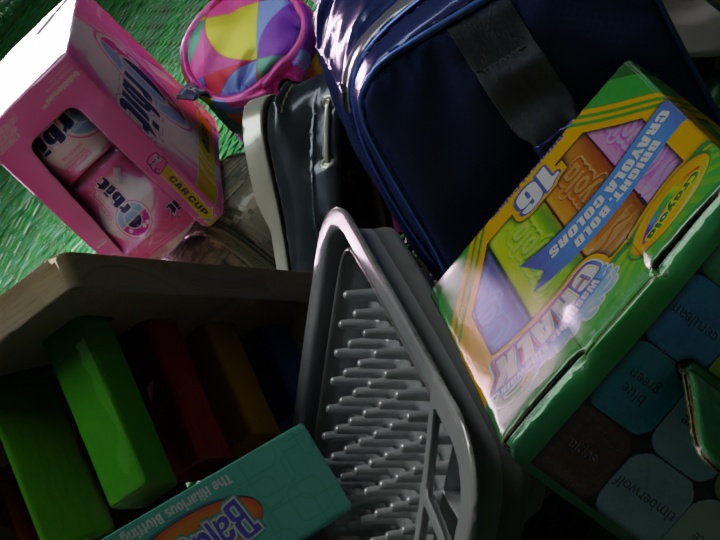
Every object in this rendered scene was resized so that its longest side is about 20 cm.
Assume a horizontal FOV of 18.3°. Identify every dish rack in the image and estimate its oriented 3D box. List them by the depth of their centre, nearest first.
[{"bbox_3d":[0.021,0.086,0.896,0.200,0.043,0.172,-120,31,-53],"label":"dish rack"}]

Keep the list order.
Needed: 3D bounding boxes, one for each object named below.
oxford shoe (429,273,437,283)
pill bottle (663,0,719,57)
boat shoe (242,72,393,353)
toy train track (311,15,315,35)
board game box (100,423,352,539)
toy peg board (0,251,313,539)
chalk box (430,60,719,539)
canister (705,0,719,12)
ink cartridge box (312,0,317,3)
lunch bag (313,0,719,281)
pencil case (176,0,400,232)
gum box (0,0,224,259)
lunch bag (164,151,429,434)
[{"bbox_3d":[0.035,0.049,1.038,0.071,0.073,0.200,-28,31,53],"label":"oxford shoe"},{"bbox_3d":[0.172,-0.202,1.115,0.111,0.111,0.200,-41,21,33],"label":"pill bottle"},{"bbox_3d":[0.000,0.000,1.097,0.062,0.200,0.075,-20,-11,26],"label":"boat shoe"},{"bbox_3d":[0.074,-0.145,1.170,0.200,0.115,0.033,-13,-1,-5],"label":"toy train track"},{"bbox_3d":[-0.105,0.142,0.957,0.152,0.045,0.200,-29,-7,-27],"label":"board game box"},{"bbox_3d":[-0.118,0.088,1.004,0.200,0.199,0.098,-35,68,28],"label":"toy peg board"},{"bbox_3d":[0.121,0.029,0.774,0.124,0.125,0.200,-50,19,10],"label":"chalk box"},{"bbox_3d":[0.153,-0.154,0.916,0.087,0.200,0.149,-50,17,10],"label":"canister"},{"bbox_3d":[0.051,-0.210,1.380,0.200,0.146,0.084,-22,33,57],"label":"ink cartridge box"},{"bbox_3d":[0.078,-0.047,0.919,0.136,0.200,0.132,-31,24,6],"label":"lunch bag"},{"bbox_3d":[-0.027,-0.084,1.267,0.088,0.200,0.088,-12,61,22],"label":"pencil case"},{"bbox_3d":[-0.135,-0.073,1.188,0.066,0.114,0.200,-43,16,9],"label":"gum box"},{"bbox_3d":[-0.073,0.039,1.219,0.168,0.139,0.200,-51,17,-17],"label":"lunch bag"}]
